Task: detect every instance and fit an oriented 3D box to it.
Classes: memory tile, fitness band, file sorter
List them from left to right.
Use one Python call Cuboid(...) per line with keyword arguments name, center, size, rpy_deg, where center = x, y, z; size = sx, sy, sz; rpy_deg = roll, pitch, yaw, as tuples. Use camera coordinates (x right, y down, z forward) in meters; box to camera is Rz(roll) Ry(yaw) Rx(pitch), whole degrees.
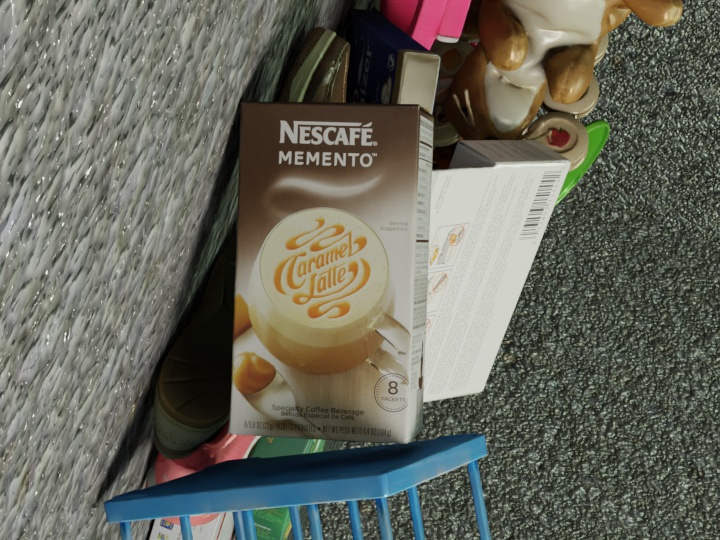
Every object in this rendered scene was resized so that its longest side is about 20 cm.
Cuboid(name="file sorter", center=(-0.031, 0.181, 1.066), size=(0.139, 0.199, 0.124), rpy_deg=(-8, 89, -61))
Cuboid(name="fitness band", center=(0.056, -0.249, 1.272), size=(0.144, 0.037, 0.201), rpy_deg=(-106, -153, -55))
Cuboid(name="memory tile", center=(0.097, -0.163, 1.398), size=(0.017, 0.198, 0.154), rpy_deg=(87, 16, -63))

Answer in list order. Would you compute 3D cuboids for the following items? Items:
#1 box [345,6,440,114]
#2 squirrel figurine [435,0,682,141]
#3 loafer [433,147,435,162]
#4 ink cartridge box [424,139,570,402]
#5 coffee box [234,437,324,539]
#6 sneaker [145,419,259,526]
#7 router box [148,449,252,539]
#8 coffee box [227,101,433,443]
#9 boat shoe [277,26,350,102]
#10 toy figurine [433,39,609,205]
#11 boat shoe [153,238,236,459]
Cuboid(name="box", center=(0.011, -0.121, 1.270), size=(0.200, 0.032, 0.122), rpy_deg=(-124, -141, -68))
Cuboid(name="squirrel figurine", center=(0.124, -0.191, 1.307), size=(0.201, 0.141, 0.187), rpy_deg=(-101, -151, -48))
Cuboid(name="loafer", center=(0.030, -0.074, 1.557), size=(0.067, 0.075, 0.201), rpy_deg=(86, 18, -81))
Cuboid(name="ink cartridge box", center=(0.056, 0.004, 1.244), size=(0.176, 0.045, 0.201), rpy_deg=(-6, 122, -48))
Cuboid(name="coffee box", center=(-0.060, 0.152, 1.420), size=(0.200, 0.044, 0.124), rpy_deg=(104, 8, -60))
Cuboid(name="sneaker", center=(-0.088, 0.088, 1.232), size=(0.087, 0.073, 0.201), rpy_deg=(105, 8, -47))
Cuboid(name="router box", center=(-0.130, 0.204, 1.418), size=(0.180, 0.049, 0.201), rpy_deg=(-61, 171, -60))
Cuboid(name="coffee box", center=(-0.017, 0.000, 1.051), size=(0.080, 0.113, 0.202), rpy_deg=(-5, 96, -80))
Cuboid(name="boat shoe", center=(-0.023, -0.083, 1.203), size=(0.203, 0.074, 0.075), rpy_deg=(106, 7, -51))
Cuboid(name="toy figurine", center=(0.081, -0.121, 1.448), size=(0.200, 0.184, 0.150), rpy_deg=(-32, 162, -41))
Cuboid(name="boat shoe", center=(-0.079, 0.041, 1.155), size=(0.201, 0.073, 0.063), rpy_deg=(-61, 179, -41))
